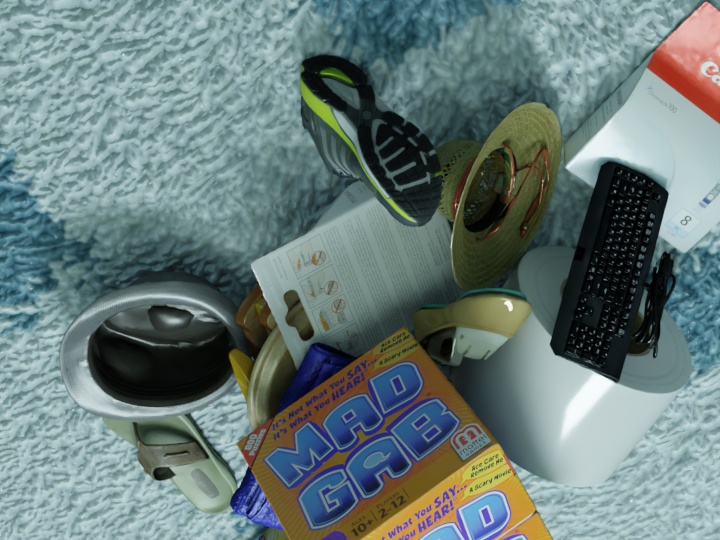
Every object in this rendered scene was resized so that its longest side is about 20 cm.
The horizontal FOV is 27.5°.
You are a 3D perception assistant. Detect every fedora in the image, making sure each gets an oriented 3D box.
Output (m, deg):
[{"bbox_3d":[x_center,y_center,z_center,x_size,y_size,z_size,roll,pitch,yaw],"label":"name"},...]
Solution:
[{"bbox_3d":[-0.212,0.065,1.530,0.198,0.091,0.178,-12,126,-1],"label":"fedora"}]

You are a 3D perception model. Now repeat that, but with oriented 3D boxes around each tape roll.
[{"bbox_3d":[0.208,0.093,1.457,0.201,0.203,0.140,23,123,-12],"label":"tape roll"}]

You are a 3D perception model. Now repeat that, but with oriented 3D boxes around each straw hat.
[{"bbox_3d":[0.106,-0.081,1.389,0.085,0.201,0.203,24,130,28],"label":"straw hat"}]

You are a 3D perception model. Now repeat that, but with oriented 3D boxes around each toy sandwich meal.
[{"bbox_3d":[-0.062,0.088,1.522,0.070,0.204,0.207,29,135,36],"label":"toy sandwich meal"}]

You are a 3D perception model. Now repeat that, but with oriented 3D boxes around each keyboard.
[{"bbox_3d":[0.247,0.000,1.351,0.103,0.202,0.040,22,161,-12],"label":"keyboard"}]

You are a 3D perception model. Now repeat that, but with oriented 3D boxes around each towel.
[{"bbox_3d":[-0.028,0.182,1.475,0.147,0.050,0.201,21,107,-24],"label":"towel"}]

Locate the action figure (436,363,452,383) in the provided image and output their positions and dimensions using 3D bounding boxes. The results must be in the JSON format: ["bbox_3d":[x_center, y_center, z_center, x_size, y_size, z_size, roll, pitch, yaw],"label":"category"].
[{"bbox_3d":[0.083,0.152,1.590,0.129,0.070,0.201,25,119,-5],"label":"action figure"}]

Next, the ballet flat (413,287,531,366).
[{"bbox_3d":[0.104,0.059,1.386,0.068,0.064,0.200,14,169,-16],"label":"ballet flat"}]

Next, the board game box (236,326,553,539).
[{"bbox_3d":[0.039,0.222,1.378,0.199,0.200,0.201,-34,128,-4],"label":"board game box"}]

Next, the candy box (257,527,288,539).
[{"bbox_3d":[-0.105,0.396,1.775,0.116,0.057,0.200,30,120,-16],"label":"candy box"}]

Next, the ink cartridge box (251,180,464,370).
[{"bbox_3d":[0.000,0.000,1.455,0.199,0.050,0.162,-27,123,-7],"label":"ink cartridge box"}]

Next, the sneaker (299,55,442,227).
[{"bbox_3d":[0.007,-0.111,1.363,0.073,0.201,0.081,-20,148,-25],"label":"sneaker"}]

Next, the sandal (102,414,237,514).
[{"bbox_3d":[-0.208,0.211,1.651,0.079,0.058,0.201,-31,117,22],"label":"sandal"}]

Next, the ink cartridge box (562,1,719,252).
[{"bbox_3d":[0.315,-0.130,1.389,0.159,0.047,0.200,33,123,-17],"label":"ink cartridge box"}]
